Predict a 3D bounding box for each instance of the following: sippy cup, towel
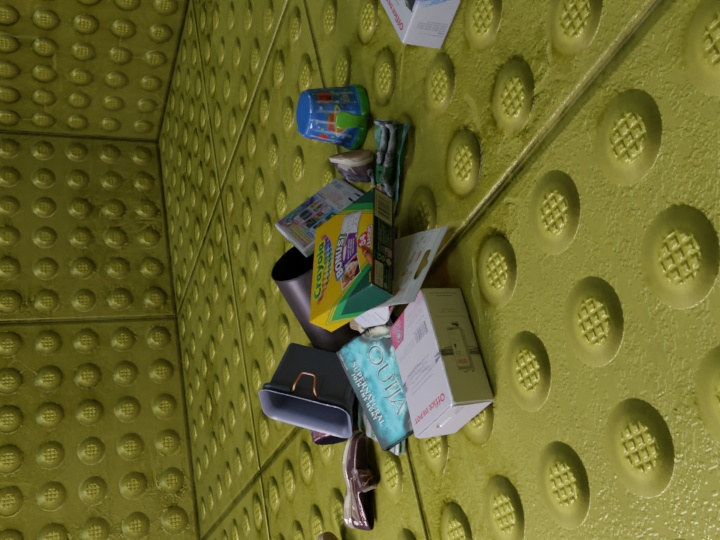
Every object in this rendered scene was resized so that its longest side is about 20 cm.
[{"bbox_3d":[-0.065,-0.330,1.623,0.178,0.127,0.143,139,127,-60],"label":"sippy cup"},{"bbox_3d":[0.043,0.270,1.525,0.199,0.023,0.157,-171,82,-67],"label":"towel"}]

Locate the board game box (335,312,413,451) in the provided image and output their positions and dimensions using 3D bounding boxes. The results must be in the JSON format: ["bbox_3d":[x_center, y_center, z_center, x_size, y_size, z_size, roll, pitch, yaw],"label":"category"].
[{"bbox_3d":[0.050,0.198,1.365,0.134,0.028,0.203,-38,67,22],"label":"board game box"}]

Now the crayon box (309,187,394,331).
[{"bbox_3d":[-0.015,-0.018,1.361,0.171,0.058,0.204,-31,45,40],"label":"crayon box"}]

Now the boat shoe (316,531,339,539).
[{"bbox_3d":[-0.038,0.648,1.662,0.201,0.071,0.066,58,132,46],"label":"boat shoe"}]

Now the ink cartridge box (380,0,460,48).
[{"bbox_3d":[0.114,-0.501,1.273,0.202,0.081,0.148,115,145,-43],"label":"ink cartridge box"}]

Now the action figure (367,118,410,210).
[{"bbox_3d":[0.048,-0.183,1.471,0.118,0.053,0.206,31,122,59],"label":"action figure"}]

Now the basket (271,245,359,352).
[{"bbox_3d":[-0.084,0.057,1.600,0.204,0.133,0.181,67,-154,-25],"label":"basket"}]

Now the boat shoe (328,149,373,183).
[{"bbox_3d":[-0.017,-0.214,1.586,0.200,0.070,0.067,-156,51,-70],"label":"boat shoe"}]

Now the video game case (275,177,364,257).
[{"bbox_3d":[-0.080,-0.119,1.634,0.024,0.181,0.200,57,171,-30],"label":"video game case"}]

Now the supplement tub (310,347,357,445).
[{"bbox_3d":[-0.071,0.272,1.680,0.107,0.104,0.205,132,132,-56],"label":"supplement tub"}]

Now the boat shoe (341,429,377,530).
[{"bbox_3d":[0.007,0.435,1.571,0.071,0.071,0.206,3,90,35],"label":"boat shoe"}]

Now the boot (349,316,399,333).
[{"bbox_3d":[0.027,0.163,1.470,0.199,0.071,0.159,1,82,61],"label":"boot"}]

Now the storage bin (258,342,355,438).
[{"bbox_3d":[-0.095,0.233,1.568,0.147,0.195,0.136,85,-161,-51],"label":"storage bin"}]

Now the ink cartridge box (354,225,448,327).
[{"bbox_3d":[0.075,0.012,1.337,0.198,0.047,0.162,-14,44,55],"label":"ink cartridge box"}]

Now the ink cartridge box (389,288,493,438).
[{"bbox_3d":[0.128,0.153,1.256,0.147,0.081,0.204,125,139,-51],"label":"ink cartridge box"}]
